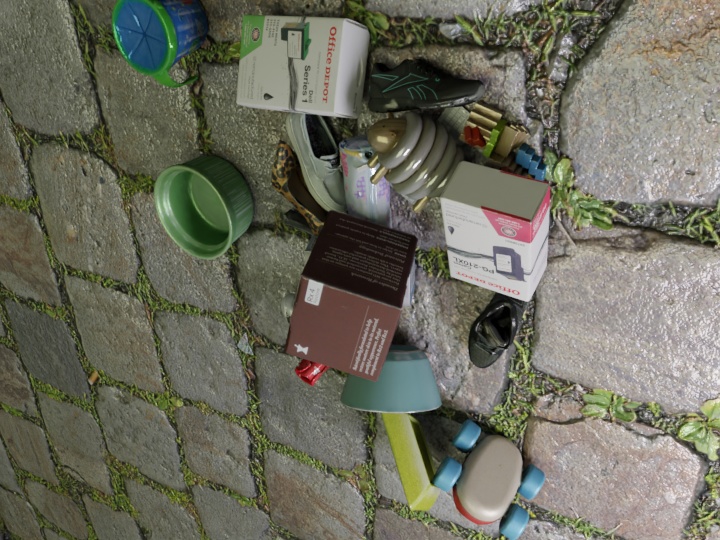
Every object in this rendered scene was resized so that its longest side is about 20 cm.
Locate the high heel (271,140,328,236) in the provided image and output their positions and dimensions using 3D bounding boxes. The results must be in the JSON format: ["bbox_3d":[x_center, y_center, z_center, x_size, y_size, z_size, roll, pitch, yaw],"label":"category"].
[{"bbox_3d":[-0.089,-0.142,1.254,0.141,0.072,0.202,21,140,25],"label":"high heel"}]

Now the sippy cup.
[{"bbox_3d":[-0.345,-0.430,1.207,0.138,0.130,0.180,28,129,16],"label":"sippy cup"}]

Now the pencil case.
[{"bbox_3d":[0.015,-0.135,1.185,0.091,0.082,0.203,-136,34,-53],"label":"pencil case"}]

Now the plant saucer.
[{"bbox_3d":[0.107,0.365,1.345,0.047,0.200,0.203,-20,67,8],"label":"plant saucer"}]

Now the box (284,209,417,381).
[{"bbox_3d":[-0.013,0.037,1.124,0.162,0.201,0.168,17,128,0],"label":"box"}]

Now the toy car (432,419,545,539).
[{"bbox_3d":[0.229,0.435,1.353,0.183,0.177,0.201,33,143,7],"label":"toy car"}]

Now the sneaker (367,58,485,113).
[{"bbox_3d":[0.095,-0.286,1.046,0.197,0.075,0.081,5,104,30],"label":"sneaker"}]

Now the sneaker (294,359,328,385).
[{"bbox_3d":[-0.052,0.162,1.300,0.078,0.116,0.200,41,134,-8],"label":"sneaker"}]

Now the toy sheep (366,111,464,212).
[{"bbox_3d":[0.094,-0.172,1.073,0.198,0.140,0.137,28,137,-27],"label":"toy sheep"}]

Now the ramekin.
[{"bbox_3d":[-0.314,-0.135,1.389,0.197,0.098,0.203,16,125,24],"label":"ramekin"}]

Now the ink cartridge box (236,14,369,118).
[{"bbox_3d":[-0.095,-0.333,1.109,0.197,0.084,0.149,11,101,27],"label":"ink cartridge box"}]

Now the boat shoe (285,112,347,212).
[{"bbox_3d":[-0.066,-0.195,1.202,0.071,0.070,0.203,-6,113,59],"label":"boat shoe"}]

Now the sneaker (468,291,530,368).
[{"bbox_3d":[0.225,0.113,1.185,0.076,0.114,0.201,34,132,12],"label":"sneaker"}]

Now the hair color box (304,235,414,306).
[{"bbox_3d":[0.000,0.000,1.259,0.196,0.061,0.100,6,125,11],"label":"hair color box"}]

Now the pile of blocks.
[{"bbox_3d":[0.229,-0.167,1.039,0.200,0.062,0.082,47,132,-4],"label":"pile of blocks"}]

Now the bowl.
[{"bbox_3d":[0.059,0.202,1.313,0.198,0.200,0.107,0,90,32],"label":"bowl"}]

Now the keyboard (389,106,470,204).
[{"bbox_3d":[0.119,-0.192,1.133,0.056,0.011,0.200,42,132,4],"label":"keyboard"}]

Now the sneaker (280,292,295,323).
[{"bbox_3d":[-0.064,0.097,1.389,0.199,0.075,0.115,40,131,-1],"label":"sneaker"}]

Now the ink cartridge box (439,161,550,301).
[{"bbox_3d":[0.211,-0.057,1.058,0.143,0.085,0.201,19,150,25],"label":"ink cartridge box"}]
